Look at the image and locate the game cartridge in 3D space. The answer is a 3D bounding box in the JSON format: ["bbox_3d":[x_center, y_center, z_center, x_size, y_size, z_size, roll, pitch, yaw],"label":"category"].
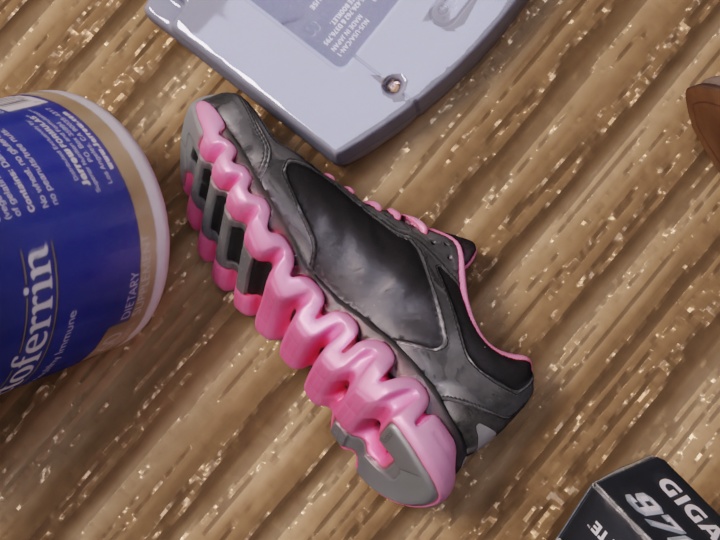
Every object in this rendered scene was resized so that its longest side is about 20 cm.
[{"bbox_3d":[0.015,-0.152,0.829,0.133,0.041,0.200,38,84,11],"label":"game cartridge"}]

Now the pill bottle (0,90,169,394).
[{"bbox_3d":[-0.179,0.001,0.718,0.115,0.200,0.117,13,112,35],"label":"pill bottle"}]

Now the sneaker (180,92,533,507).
[{"bbox_3d":[0.000,0.000,0.794,0.095,0.079,0.201,-33,82,-23],"label":"sneaker"}]

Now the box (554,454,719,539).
[{"bbox_3d":[0.129,0.194,0.686,0.200,0.046,0.160,45,128,27],"label":"box"}]

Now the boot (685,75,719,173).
[{"bbox_3d":[0.240,-0.055,0.748,0.146,0.070,0.200,-28,39,-5],"label":"boot"}]
